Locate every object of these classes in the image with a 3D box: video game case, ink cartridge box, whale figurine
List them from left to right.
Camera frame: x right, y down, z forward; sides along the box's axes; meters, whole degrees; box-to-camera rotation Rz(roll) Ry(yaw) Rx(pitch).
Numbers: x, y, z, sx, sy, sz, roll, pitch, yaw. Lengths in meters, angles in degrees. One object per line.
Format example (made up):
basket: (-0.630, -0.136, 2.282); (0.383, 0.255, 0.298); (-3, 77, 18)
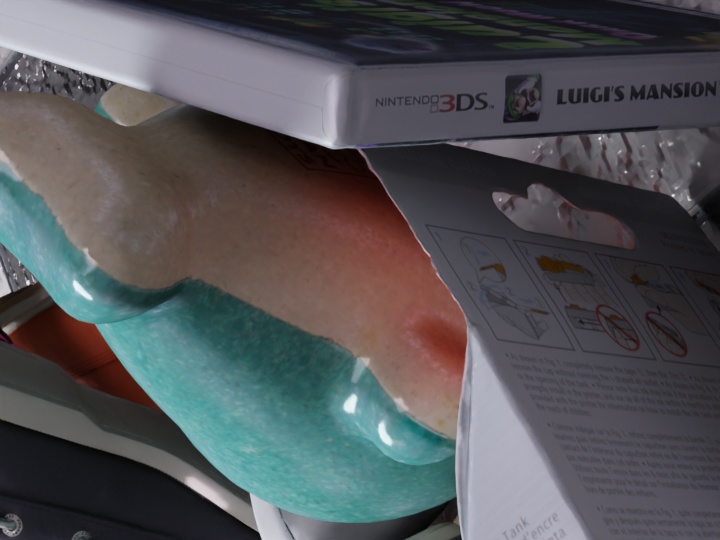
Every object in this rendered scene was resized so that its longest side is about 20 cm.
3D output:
whale figurine: (-0.032, 0.010, 0.737); (0.159, 0.199, 0.104); (44, 109, 32)
video game case: (0.010, -0.065, 0.752); (0.199, 0.181, 0.024); (20, 111, 52)
ink cartridge box: (0.075, 0.059, 0.703); (0.050, 0.162, 0.201); (-47, 58, 25)

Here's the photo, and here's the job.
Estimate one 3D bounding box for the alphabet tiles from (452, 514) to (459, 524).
alphabet tiles: (0.071, 0.132, 0.802); (0.200, 0.007, 0.168); (115, 138, -69)

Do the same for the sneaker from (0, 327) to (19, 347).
sneaker: (-0.136, 0.045, 0.968); (0.087, 0.074, 0.202); (-11, 84, 25)

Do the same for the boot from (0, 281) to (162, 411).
boot: (-0.085, 0.041, 1.017); (0.108, 0.075, 0.200); (59, 147, 8)

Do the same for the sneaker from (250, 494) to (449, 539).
sneaker: (0.000, 0.000, 0.894); (0.099, 0.070, 0.201); (-38, 52, 30)

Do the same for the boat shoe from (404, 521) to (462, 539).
boat shoe: (0.013, 0.151, 0.885); (0.062, 0.074, 0.201); (51, 149, 29)

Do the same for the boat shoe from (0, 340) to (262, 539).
boat shoe: (-0.074, 0.083, 0.911); (0.063, 0.199, 0.073); (-62, 15, 9)
